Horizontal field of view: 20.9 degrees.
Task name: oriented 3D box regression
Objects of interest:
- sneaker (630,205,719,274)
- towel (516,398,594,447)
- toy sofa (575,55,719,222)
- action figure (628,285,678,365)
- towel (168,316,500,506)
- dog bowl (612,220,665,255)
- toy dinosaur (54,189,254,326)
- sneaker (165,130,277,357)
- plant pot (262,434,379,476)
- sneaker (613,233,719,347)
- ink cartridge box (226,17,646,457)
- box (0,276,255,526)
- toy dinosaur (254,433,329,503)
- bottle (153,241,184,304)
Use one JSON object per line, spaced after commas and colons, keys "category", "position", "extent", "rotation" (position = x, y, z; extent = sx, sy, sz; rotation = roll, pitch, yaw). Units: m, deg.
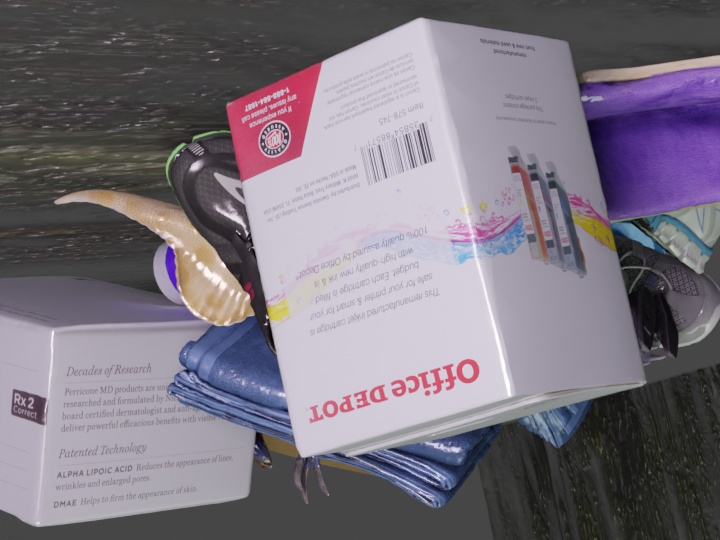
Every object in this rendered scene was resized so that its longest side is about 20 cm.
{"category": "sneaker", "position": [0.222, -0.069, 1.415], "extent": [0.087, 0.075, 0.200], "rotation": [-52, 149, 6]}
{"category": "towel", "position": [0.104, 0.011, 1.272], "extent": [0.048, 0.112, 0.200], "rotation": [-2, 136, 41]}
{"category": "toy sofa", "position": [0.209, -0.082, 1.219], "extent": [0.199, 0.083, 0.098], "rotation": [-9, 172, -15]}
{"category": "action figure", "position": [0.134, 0.062, 1.472], "extent": [0.199, 0.070, 0.130], "rotation": [-18, 148, 27]}
{"category": "towel", "position": [-0.012, 0.081, 1.243], "extent": [0.199, 0.049, 0.112], "rotation": [18, -154, 17]}
{"category": "dog bowl", "position": [0.171, 0.030, 1.647], "extent": [0.111, 0.050, 0.200], "rotation": [23, 111, -32]}
{"category": "toy dinosaur", "position": [-0.081, -0.020, 1.180], "extent": [0.101, 0.200, 0.058], "rotation": [-54, 180, -15]}
{"category": "sneaker", "position": [-0.036, 0.002, 1.122], "extent": [0.077, 0.200, 0.084], "rotation": [-38, -169, 5]}
{"category": "plant pot", "position": [-0.061, 0.073, 1.615], "extent": [0.199, 0.188, 0.186], "rotation": [2, 173, 8]}
{"category": "sneaker", "position": [0.184, 0.004, 1.514], "extent": [0.199, 0.075, 0.082], "rotation": [21, 177, 27]}
{"category": "ink cartridge box", "position": [0.041, -0.013, 1.050], "extent": [0.145, 0.201, 0.144], "rotation": [-18, 169, 36]}
{"category": "box", "position": [-0.203, 0.082, 1.349], "extent": [0.198, 0.132, 0.199], "rotation": [11, -172, 41]}
{"category": "toy dinosaur", "position": [-0.037, 0.103, 1.497], "extent": [0.200, 0.105, 0.181], "rotation": [-49, -154, -15]}
{"category": "bottle", "position": [-0.054, -0.024, 1.293], "extent": [0.199, 0.066, 0.083], "rotation": [-19, 163, 39]}
